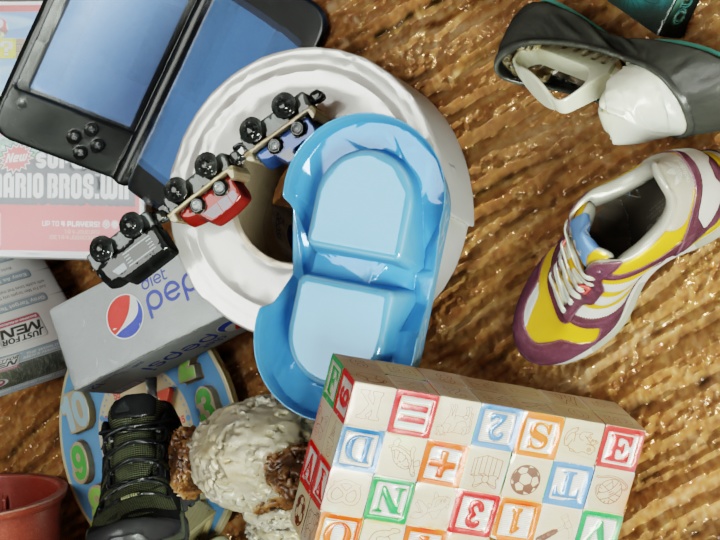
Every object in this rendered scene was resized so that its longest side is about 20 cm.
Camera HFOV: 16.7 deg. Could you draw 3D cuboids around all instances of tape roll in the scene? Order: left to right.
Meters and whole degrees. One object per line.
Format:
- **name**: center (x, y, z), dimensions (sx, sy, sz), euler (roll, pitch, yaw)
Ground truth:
- **tape roll**: center (-0.027, -0.048, 1.678), dimensions (0.201, 0.071, 0.204), euler (-4, 80, 20)

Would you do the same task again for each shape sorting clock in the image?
- **shape sorting clock**: center (-0.163, 0.126, 1.873), dimensions (0.199, 0.039, 0.201), euler (0, 90, 43)

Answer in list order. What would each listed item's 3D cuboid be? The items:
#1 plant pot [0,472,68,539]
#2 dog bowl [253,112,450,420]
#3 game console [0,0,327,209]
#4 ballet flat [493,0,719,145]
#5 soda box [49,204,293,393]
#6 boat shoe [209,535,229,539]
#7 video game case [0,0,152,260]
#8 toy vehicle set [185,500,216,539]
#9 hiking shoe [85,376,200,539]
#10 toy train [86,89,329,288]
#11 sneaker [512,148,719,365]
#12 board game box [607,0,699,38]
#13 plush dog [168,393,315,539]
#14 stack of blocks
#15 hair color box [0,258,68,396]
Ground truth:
- **plant pot**: center (-0.318, 0.274, 1.927), dimensions (0.200, 0.200, 0.196), euler (0, 99, 43)
- **dog bowl**: center (0.000, 0.000, 1.595), dimensions (0.111, 0.050, 0.201), euler (11, 88, 20)
- **game console**: center (-0.149, -0.146, 1.800), dimensions (0.201, 0.170, 0.118), euler (-63, 26, 13)
- **ballet flat**: center (0.162, -0.115, 1.549), dimensions (0.200, 0.068, 0.068), euler (24, 150, 45)
- **soda box**: center (-0.126, 0.022, 1.791), dimensions (0.199, 0.063, 0.069), euler (-27, 73, 25)
- **boat shoe**: center (-0.122, 0.293, 1.819), dimensions (0.066, 0.072, 0.202), euler (31, 109, 25)
- **video game case**: center (-0.229, -0.109, 1.906), dimensions (0.142, 0.017, 0.201), euler (2, 91, 15)
- **toy vehicle set**: center (-0.173, 0.274, 1.810), dimensions (0.026, 0.124, 0.201), euler (27, 116, 15)
- **hiking shoe**: center (-0.161, 0.142, 1.726), dimensions (0.075, 0.200, 0.101), euler (-14, 102, 5)
- **toy train**: center (-0.099, -0.052, 1.650), dimensions (0.200, 0.034, 0.046), euler (-37, 74, 12)
- **sneaker**: center (0.148, -0.010, 1.549), dimensions (0.200, 0.090, 0.075), euler (-47, 60, 32)
- **board game box**: center (0.159, -0.256, 1.581), dimensions (0.200, 0.028, 0.136), euler (40, 117, 36)
- **plush dog**: center (-0.035, 0.125, 1.662), dimensions (0.199, 0.171, 0.161), euler (-2, 88, 44)
- **stack of blocks**: center (0.067, 0.130, 1.548), dimensions (0.059, 0.199, 0.116), euler (-133, 55, -68)
- **hair color box**: center (-0.308, 0.003, 1.957), dimensions (0.200, 0.099, 0.061), euler (57, 148, 28)
